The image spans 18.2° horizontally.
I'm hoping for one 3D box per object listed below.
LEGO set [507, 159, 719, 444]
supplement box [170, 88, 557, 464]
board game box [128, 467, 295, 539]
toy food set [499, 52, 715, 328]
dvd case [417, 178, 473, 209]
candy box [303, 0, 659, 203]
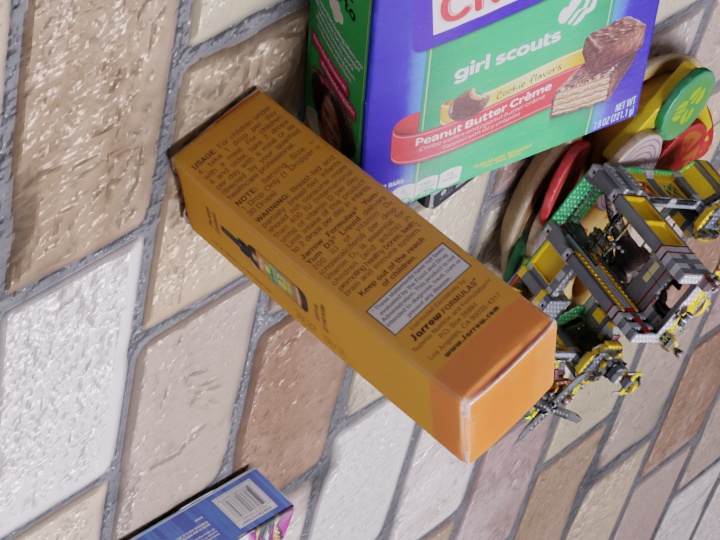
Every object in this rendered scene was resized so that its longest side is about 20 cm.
[{"bbox_3d":[0.173,0.028,1.408,0.200,0.116,0.154,-49,148,21],"label":"LEGO set"},{"bbox_3d":[0.000,0.000,1.075,0.069,0.200,0.067,-44,156,-20],"label":"supplement box"},{"bbox_3d":[-0.143,0.238,1.380,0.200,0.043,0.199,-28,150,-41],"label":"board game box"},{"bbox_3d":[0.162,-0.056,1.467,0.200,0.049,0.198,-47,156,-4],"label":"toy food set"},{"bbox_3d":[0.091,-0.139,1.244,0.150,0.025,0.200,-36,152,-27],"label":"dvd case"},{"bbox_3d":[0.062,-0.136,1.089,0.169,0.077,0.200,-22,146,-18],"label":"candy box"}]
